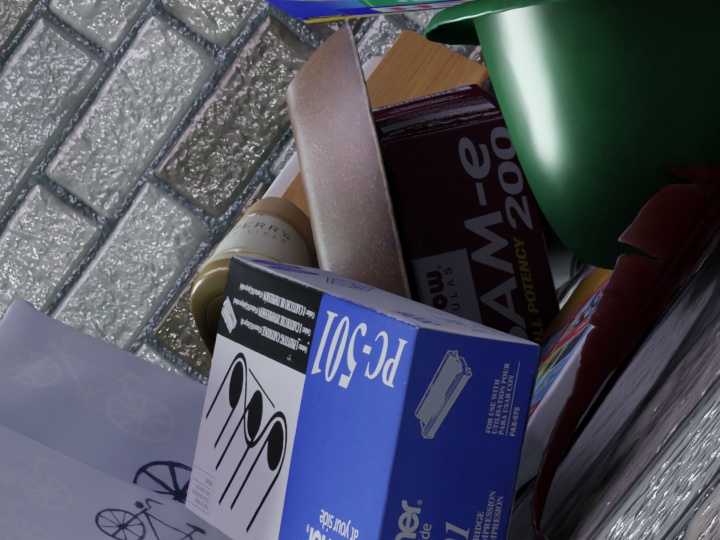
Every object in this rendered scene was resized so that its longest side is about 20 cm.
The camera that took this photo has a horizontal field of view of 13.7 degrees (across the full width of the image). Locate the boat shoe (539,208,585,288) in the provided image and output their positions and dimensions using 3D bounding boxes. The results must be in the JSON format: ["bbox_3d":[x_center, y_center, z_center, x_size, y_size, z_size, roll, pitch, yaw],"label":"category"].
[{"bbox_3d":[0.100,-0.033,1.395,0.057,0.069,0.200,-21,-5,-3],"label":"boat shoe"}]

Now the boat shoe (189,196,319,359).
[{"bbox_3d":[-0.020,0.051,1.353,0.200,0.074,0.066,75,-153,-44],"label":"boat shoe"}]

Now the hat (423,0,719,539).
[{"bbox_3d":[0.108,-0.009,1.012,0.200,0.176,0.166,-8,-1,-20],"label":"hat"}]

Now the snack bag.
[{"bbox_3d":[-0.068,0.087,1.084,0.200,0.188,0.021,-64,-4,-63],"label":"snack bag"}]

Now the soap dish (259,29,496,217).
[{"bbox_3d":[0.022,-0.012,1.598,0.200,0.081,0.158,-56,-42,-46],"label":"soap dish"}]

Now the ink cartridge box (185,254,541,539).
[{"bbox_3d":[-0.004,0.053,0.980,0.200,0.044,0.094,-163,83,-70],"label":"ink cartridge box"}]

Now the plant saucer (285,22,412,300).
[{"bbox_3d":[0.000,0.000,1.220,0.034,0.201,0.200,-11,0,-1],"label":"plant saucer"}]

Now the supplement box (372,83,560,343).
[{"bbox_3d":[0.042,-0.019,1.301,0.061,0.109,0.200,-13,8,0],"label":"supplement box"}]

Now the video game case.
[{"bbox_3d":[0.098,0.007,1.134,0.200,0.017,0.143,-54,1,-22],"label":"video game case"}]

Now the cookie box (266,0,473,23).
[{"bbox_3d":[0.048,-0.130,0.985,0.200,0.171,0.075,-18,-78,-85],"label":"cookie box"}]
